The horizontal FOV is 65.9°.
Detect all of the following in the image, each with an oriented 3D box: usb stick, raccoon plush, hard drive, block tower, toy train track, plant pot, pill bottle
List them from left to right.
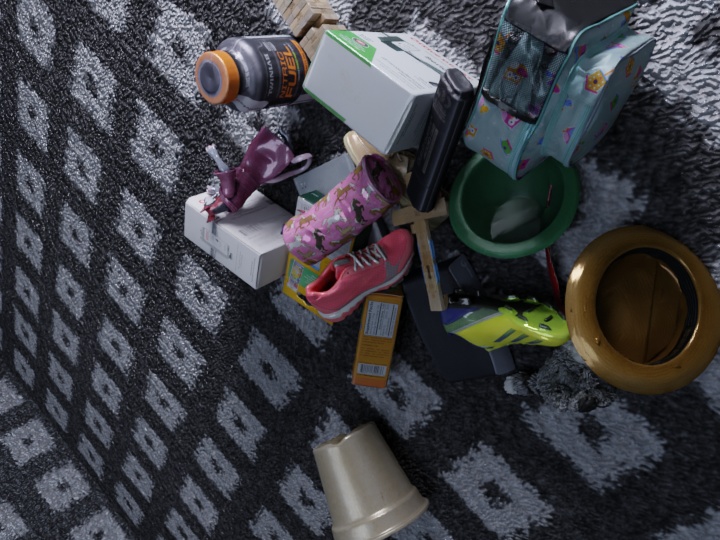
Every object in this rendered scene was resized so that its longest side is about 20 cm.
[{"bbox_3d":[-0.151,-0.300,0.847,0.106,0.200,0.106,17,120,32],"label":"pill bottle"},{"bbox_3d":[-0.062,-0.365,0.846,0.054,0.058,0.200,-35,85,43],"label":"block tower"},{"bbox_3d":[-0.026,-0.088,0.958,0.140,0.033,0.200,-15,100,42],"label":"hard drive"},{"bbox_3d":[0.004,0.401,1.070,0.200,0.200,0.184,-35,75,43],"label":"plant pot"},{"bbox_3d":[0.100,-0.043,0.794,0.115,0.033,0.200,-7,95,55],"label":"toy train track"},{"bbox_3d":[0.092,-0.148,0.673,0.200,0.033,0.055,103,151,-55],"label":"usb stick"},{"bbox_3d":[0.150,0.085,0.888,0.135,0.042,0.200,-21,96,42],"label":"hard drive"},{"bbox_3d":[0.269,0.119,0.779,0.200,0.097,0.134,-10,97,41],"label":"raccoon plush"}]

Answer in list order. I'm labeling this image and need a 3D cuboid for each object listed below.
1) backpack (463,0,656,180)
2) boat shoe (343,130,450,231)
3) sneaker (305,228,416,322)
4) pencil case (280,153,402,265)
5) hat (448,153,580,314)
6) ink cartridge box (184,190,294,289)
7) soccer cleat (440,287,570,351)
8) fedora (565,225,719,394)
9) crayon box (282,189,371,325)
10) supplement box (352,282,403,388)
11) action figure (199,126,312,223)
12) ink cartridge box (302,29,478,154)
[{"bbox_3d":[0.211,-0.200,0.620,0.153,0.176,0.200,41,142,12],"label":"backpack"},{"bbox_3d":[0.061,-0.151,0.840,0.200,0.071,0.065,43,127,2],"label":"boat shoe"},{"bbox_3d":[0.000,0.000,0.861,0.200,0.087,0.074,-40,49,7],"label":"sneaker"},{"bbox_3d":[-0.029,-0.087,0.822,0.200,0.083,0.087,-33,98,35],"label":"pencil case"},{"bbox_3d":[0.224,-0.055,0.778,0.166,0.176,0.200,7,72,28],"label":"hat"},{"bbox_3d":[-0.206,-0.071,1.033,0.200,0.146,0.083,34,129,23],"label":"ink cartridge box"},{"bbox_3d":[0.198,0.078,0.769,0.200,0.065,0.084,11,119,45],"label":"soccer cleat"},{"bbox_3d":[0.327,0.049,0.671,0.201,0.201,0.082,51,169,9],"label":"fedora"},{"bbox_3d":[-0.062,-0.021,0.960,0.126,0.052,0.200,31,126,24],"label":"crayon box"},{"bbox_3d":[0.029,0.108,0.966,0.069,0.067,0.200,9,119,-3],"label":"supplement box"},{"bbox_3d":[-0.198,-0.154,0.972,0.149,0.200,0.134,36,168,3],"label":"action figure"},{"bbox_3d":[0.050,-0.236,0.717,0.147,0.200,0.083,41,127,16],"label":"ink cartridge box"}]
